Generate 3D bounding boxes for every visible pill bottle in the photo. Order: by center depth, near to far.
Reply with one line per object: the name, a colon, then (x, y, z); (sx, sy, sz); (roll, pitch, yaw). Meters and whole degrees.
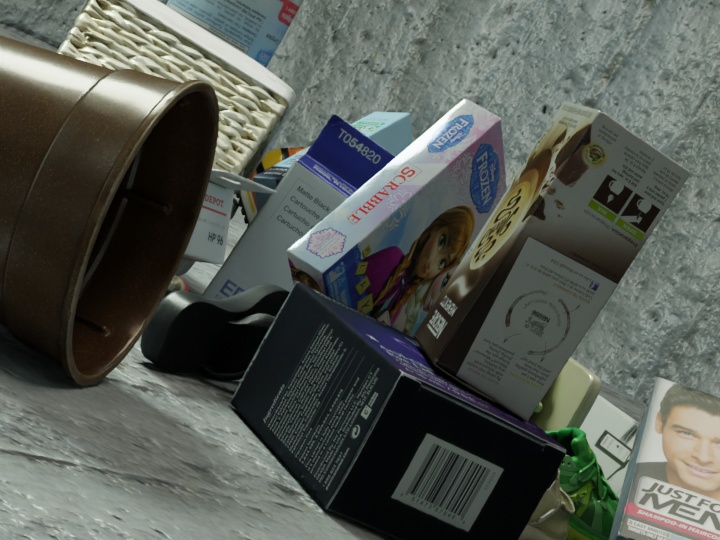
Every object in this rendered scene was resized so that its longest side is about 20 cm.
pill bottle: (-0.144, -0.194, 1.831); (0.108, 0.201, 0.109); (29, 5, -3)

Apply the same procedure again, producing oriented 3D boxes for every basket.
basket: (-0.180, -0.130, 1.700); (0.200, 0.136, 0.124); (32, 47, -4)

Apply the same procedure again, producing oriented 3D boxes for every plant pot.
plant pot: (-0.219, -0.058, 1.237); (0.198, 0.201, 0.200); (22, 3, 9)

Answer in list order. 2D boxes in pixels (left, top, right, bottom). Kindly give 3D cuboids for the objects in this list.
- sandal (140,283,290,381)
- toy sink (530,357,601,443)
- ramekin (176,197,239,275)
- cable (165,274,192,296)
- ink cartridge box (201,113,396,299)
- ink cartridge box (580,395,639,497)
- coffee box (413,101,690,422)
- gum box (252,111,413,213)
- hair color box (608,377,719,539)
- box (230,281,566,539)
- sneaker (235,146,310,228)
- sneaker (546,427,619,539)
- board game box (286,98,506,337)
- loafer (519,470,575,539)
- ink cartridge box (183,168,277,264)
sandal: (-0.093, 0.054, 1.477); (0.043, 0.076, 0.200); (29, 14, 23)
toy sink: (0.098, 0.100, 1.774); (0.112, 0.131, 0.200); (27, 6, -30)
ramekin: (-0.221, -0.070, 1.860); (0.202, 0.094, 0.202); (29, 5, -3)
cable: (-0.152, 0.013, 1.625); (0.097, 0.051, 0.200); (24, 4, 10)
ink cartridge box: (0.000, 0.000, 1.683); (0.199, 0.200, 0.041); (34, -5, 0)
ink cartridge box: (0.282, 0.212, 1.854); (0.146, 0.084, 0.200); (38, 0, -21)
coffee box: (0.127, -0.009, 1.361); (0.080, 0.200, 0.113); (32, 3, -10)
gum box: (-0.014, -0.035, 1.818); (0.044, 0.171, 0.200); (6, 24, 33)
hair color box: (0.261, 0.181, 1.600); (0.099, 0.061, 0.200); (18, 38, 6)
box: (0.021, 0.106, 1.369); (0.148, 0.105, 0.200); (26, 6, -29)
sneaker: (-0.050, -0.019, 1.855); (0.070, 0.090, 0.201); (-109, 179, -89)
sneaker: (0.181, 0.180, 1.679); (0.200, 0.084, 0.074); (30, 4, -20)
board game box: (0.037, 0.001, 1.536); (0.041, 0.199, 0.200); (32, -30, 31)
loafer: (0.127, 0.171, 1.543); (0.076, 0.068, 0.200); (31, 5, 21)
ink cartridge box: (-0.180, -0.049, 1.597); (0.199, 0.068, 0.116); (6, -5, 22)
